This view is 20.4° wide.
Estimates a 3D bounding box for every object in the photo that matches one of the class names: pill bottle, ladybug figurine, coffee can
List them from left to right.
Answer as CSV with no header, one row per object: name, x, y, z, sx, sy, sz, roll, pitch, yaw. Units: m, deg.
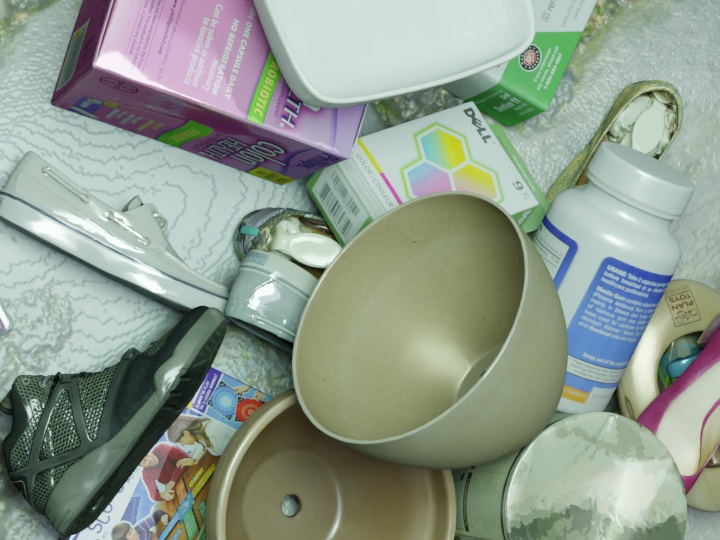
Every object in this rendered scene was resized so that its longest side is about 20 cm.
coffee can,0.141,0.181,1.539,0.146,0.200,0.146,1,86,-18
pill bottle,0.184,0.005,1.576,0.112,0.112,0.200,21,106,-16
ladybug figurine,0.271,0.101,1.654,0.136,0.072,0.200,-14,91,-18

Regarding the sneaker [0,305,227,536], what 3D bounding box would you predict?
sneaker,-0.191,0.087,1.478,0.114,0.076,0.199,40,89,13

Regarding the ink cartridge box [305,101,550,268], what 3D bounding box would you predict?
ink cartridge box,0.069,-0.066,1.567,0.200,0.059,0.104,-19,69,-32

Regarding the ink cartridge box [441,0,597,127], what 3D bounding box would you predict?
ink cartridge box,0.080,-0.230,1.609,0.200,0.083,0.147,28,78,-14

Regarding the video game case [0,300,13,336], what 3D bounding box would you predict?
video game case,-0.382,-0.004,1.474,0.182,0.024,0.200,-28,94,-18

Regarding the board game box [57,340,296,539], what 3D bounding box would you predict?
board game box,-0.141,0.172,1.533,0.135,0.034,0.200,28,77,-15

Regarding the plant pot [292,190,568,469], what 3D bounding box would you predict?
plant pot,0.070,0.063,1.426,0.134,0.200,0.200,40,74,-40

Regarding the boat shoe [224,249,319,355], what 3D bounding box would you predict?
boat shoe,-0.029,0.062,1.543,0.201,0.070,0.072,38,73,-31

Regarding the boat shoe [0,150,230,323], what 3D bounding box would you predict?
boat shoe,-0.179,-0.025,1.520,0.200,0.072,0.066,27,83,-6

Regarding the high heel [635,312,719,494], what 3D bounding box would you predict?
high heel,0.275,0.114,1.565,0.067,0.096,0.200,38,77,-12

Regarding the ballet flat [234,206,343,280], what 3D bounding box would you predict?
ballet flat,0.000,0.000,1.575,0.200,0.072,0.072,17,81,-17

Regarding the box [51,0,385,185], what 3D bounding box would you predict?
box,-0.111,-0.148,1.492,0.200,0.176,0.097,18,81,-17

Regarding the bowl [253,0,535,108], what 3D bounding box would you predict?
bowl,0.007,-0.213,1.410,0.200,0.075,0.200,-17,85,-23

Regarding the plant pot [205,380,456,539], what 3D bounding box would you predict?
plant pot,-0.035,0.182,1.505,0.201,0.093,0.201,0,90,-29

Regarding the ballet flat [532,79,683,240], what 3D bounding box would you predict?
ballet flat,0.206,-0.075,1.649,0.071,0.071,0.200,35,77,-13
